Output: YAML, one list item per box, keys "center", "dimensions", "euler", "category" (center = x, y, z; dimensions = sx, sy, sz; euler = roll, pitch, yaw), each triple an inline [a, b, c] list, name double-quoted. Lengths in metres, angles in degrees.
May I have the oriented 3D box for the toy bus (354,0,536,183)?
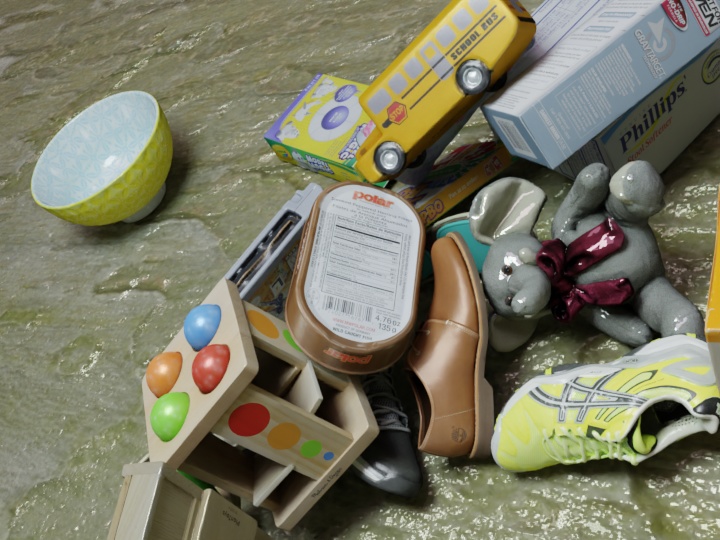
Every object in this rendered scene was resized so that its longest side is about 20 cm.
- center: [0.068, -0.168, 0.909]
  dimensions: [0.200, 0.065, 0.078]
  euler: [-42, 83, 25]
  category: "toy bus"

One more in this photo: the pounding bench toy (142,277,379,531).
- center: [-0.117, 0.136, 0.847]
  dimensions: [0.200, 0.156, 0.124]
  euler: [-50, 32, 16]
  category: "pounding bench toy"

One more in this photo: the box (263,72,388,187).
- center: [-0.014, -0.165, 1.195]
  dimensions: [0.199, 0.048, 0.118]
  euler: [24, 69, 42]
  category: "box"

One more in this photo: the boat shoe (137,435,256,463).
- center: [-0.132, 0.155, 0.980]
  dimensions: [0.200, 0.063, 0.071]
  euler: [-39, 41, -5]
  category: "boat shoe"

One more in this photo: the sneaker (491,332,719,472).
- center: [0.186, 0.114, 0.775]
  dimensions: [0.199, 0.076, 0.077]
  euler: [-29, 23, 26]
  category: "sneaker"

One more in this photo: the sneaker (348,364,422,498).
- center: [0.013, 0.102, 0.896]
  dimensions: [0.116, 0.075, 0.200]
  euler: [-58, 41, 12]
  category: "sneaker"

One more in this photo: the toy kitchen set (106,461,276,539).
- center: [-0.185, 0.275, 0.806]
  dimensions: [0.179, 0.200, 0.164]
  euler: [-10, 52, 26]
  category: "toy kitchen set"

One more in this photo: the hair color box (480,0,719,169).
- center: [0.211, -0.177, 0.871]
  dimensions: [0.200, 0.061, 0.099]
  euler: [-39, 19, -1]
  category: "hair color box"

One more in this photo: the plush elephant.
- center: [0.171, -0.002, 0.852]
  dimensions: [0.154, 0.166, 0.200]
  euler: [-20, 14, -2]
  category: "plush elephant"

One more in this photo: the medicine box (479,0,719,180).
- center: [0.243, -0.190, 1.005]
  dimensions: [0.182, 0.103, 0.200]
  euler: [-44, 43, -8]
  category: "medicine box"

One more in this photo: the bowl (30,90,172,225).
- center: [-0.318, -0.126, 1.313]
  dimensions: [0.199, 0.108, 0.201]
  euler: [-18, 46, 19]
  category: "bowl"

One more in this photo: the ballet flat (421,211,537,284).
- center: [0.083, -0.026, 1.002]
  dimensions: [0.199, 0.070, 0.070]
  euler: [-14, 47, 24]
  category: "ballet flat"

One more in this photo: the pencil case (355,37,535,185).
- center: [0.083, -0.177, 0.987]
  dimensions: [0.200, 0.083, 0.091]
  euler: [-51, -8, 26]
  category: "pencil case"

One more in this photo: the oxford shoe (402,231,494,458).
- center: [0.071, 0.060, 0.867]
  dimensions: [0.071, 0.071, 0.201]
  euler: [1, 71, -7]
  category: "oxford shoe"

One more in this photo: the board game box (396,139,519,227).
- center: [0.064, -0.072, 1.019]
  dimensions: [0.200, 0.030, 0.095]
  euler: [-39, 19, -21]
  category: "board game box"

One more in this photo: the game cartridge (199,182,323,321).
- center: [-0.086, 0.023, 1.010]
  dimensions: [0.041, 0.133, 0.200]
  euler: [26, 69, 32]
  category: "game cartridge"

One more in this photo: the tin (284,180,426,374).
- center: [0.000, 0.000, 0.875]
  dimensions: [0.111, 0.042, 0.201]
  euler: [18, 47, -10]
  category: "tin"

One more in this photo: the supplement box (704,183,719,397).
- center: [0.291, 0.048, 0.694]
  dimensions: [0.073, 0.200, 0.127]
  euler: [-1, 52, 28]
  category: "supplement box"
